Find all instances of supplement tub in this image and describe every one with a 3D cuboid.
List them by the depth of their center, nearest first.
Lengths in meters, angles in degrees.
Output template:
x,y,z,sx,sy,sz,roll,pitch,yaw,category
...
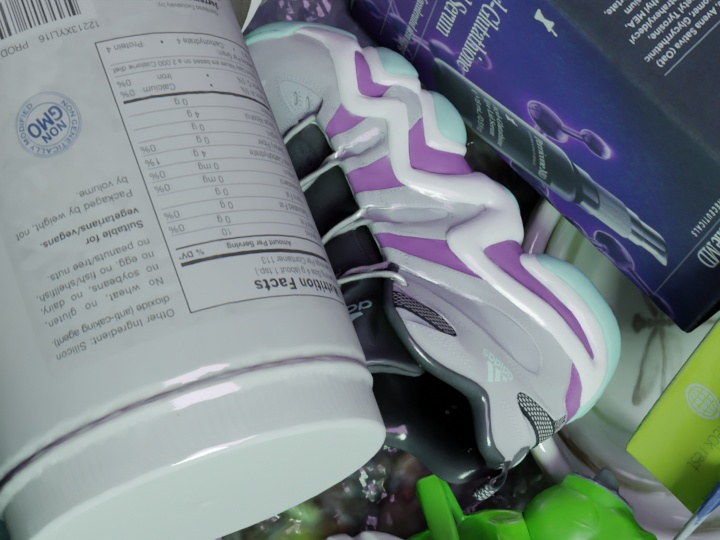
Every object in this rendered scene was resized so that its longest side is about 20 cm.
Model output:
x,y,z,sx,sy,sz,roll,pitch,yaw,category
-0.084,-0.014,0.789,0.132,0.132,0.200,-13,73,-25,supplement tub

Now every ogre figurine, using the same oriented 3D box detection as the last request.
x,y,z,sx,sy,sz,roll,pitch,yaw,category
0.054,0.148,0.941,0.200,0.120,0.098,-33,138,18,ogre figurine

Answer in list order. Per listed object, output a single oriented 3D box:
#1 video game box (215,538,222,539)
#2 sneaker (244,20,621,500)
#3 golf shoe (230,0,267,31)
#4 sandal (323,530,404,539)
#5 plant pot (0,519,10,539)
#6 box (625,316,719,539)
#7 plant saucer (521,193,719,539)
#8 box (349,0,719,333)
x,y,z,sx,sy,sz,roll,pitch,yaw,category
-0.130,0.202,0.913,0.200,0.047,0.182,-17,98,-24,video game box
0.000,0.000,0.898,0.200,0.078,0.140,44,42,4,sneaker
-0.120,-0.138,0.880,0.200,0.078,0.095,28,84,-22,golf shoe
-0.058,0.149,0.861,0.202,0.082,0.050,-8,136,-24,sandal
-0.199,0.045,0.745,0.134,0.200,0.200,-20,102,-5,plant pot
0.184,0.015,0.936,0.048,0.122,0.200,43,56,13,box
0.141,0.023,1.031,0.200,0.050,0.200,-2,94,-25,plant saucer
0.107,-0.094,0.916,0.200,0.148,0.104,44,73,8,box
